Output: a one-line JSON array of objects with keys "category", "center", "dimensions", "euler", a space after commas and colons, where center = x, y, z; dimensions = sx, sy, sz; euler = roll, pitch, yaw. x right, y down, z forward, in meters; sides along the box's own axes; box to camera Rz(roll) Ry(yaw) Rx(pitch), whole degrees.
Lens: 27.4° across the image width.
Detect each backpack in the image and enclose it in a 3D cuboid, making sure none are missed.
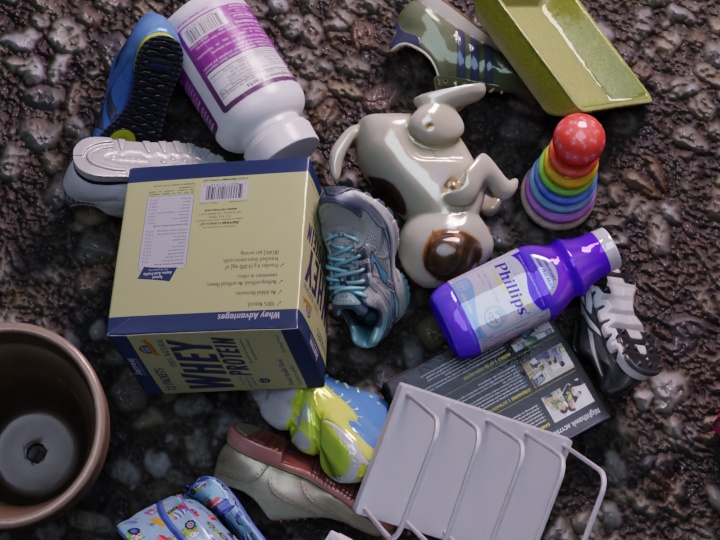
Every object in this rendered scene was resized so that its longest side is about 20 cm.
[{"category": "backpack", "center": [-0.153, 0.293, 1.445], "dimensions": [0.134, 0.200, 0.183], "euler": [-37, 77, -11]}]

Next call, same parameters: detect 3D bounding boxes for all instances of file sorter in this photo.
[{"category": "file sorter", "center": [0.120, 0.217, 1.460], "dimensions": [0.199, 0.125, 0.139], "euler": [19, 94, -17]}]

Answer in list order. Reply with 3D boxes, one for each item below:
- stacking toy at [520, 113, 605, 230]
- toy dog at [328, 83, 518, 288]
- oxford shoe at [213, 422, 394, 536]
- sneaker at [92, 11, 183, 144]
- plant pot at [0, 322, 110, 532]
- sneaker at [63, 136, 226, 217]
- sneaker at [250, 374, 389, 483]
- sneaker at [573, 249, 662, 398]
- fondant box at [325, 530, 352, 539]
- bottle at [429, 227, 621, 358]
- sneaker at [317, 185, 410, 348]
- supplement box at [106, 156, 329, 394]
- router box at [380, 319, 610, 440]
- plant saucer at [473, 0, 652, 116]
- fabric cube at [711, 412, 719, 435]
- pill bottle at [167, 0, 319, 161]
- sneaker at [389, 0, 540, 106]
[{"category": "stacking toy", "center": [0.225, -0.111, 1.574], "dimensions": [0.085, 0.200, 0.086], "euler": [1, 74, -2]}, {"category": "toy dog", "center": [0.078, -0.081, 1.588], "dimensions": [0.193, 0.139, 0.201], "euler": [-12, 81, -26]}, {"category": "oxford shoe", "center": [-0.059, 0.234, 1.545], "dimensions": [0.199, 0.071, 0.074], "euler": [28, 100, 6]}, {"category": "sneaker", "center": [-0.252, -0.190, 1.630], "dimensions": [0.066, 0.201, 0.079], "euler": [11, 28, -31]}, {"category": "plant pot", "center": [-0.344, 0.169, 1.489], "dimensions": [0.199, 0.175, 0.201], "euler": [1, 74, -2]}, {"category": "sneaker", "center": [-0.226, -0.093, 1.628], "dimensions": [0.199, 0.081, 0.077], "euler": [10, 46, -18]}, {"category": "sneaker", "center": [-0.036, 0.147, 1.569], "dimensions": [0.105, 0.076, 0.200], "euler": [-5, 44, -45]}, {"category": "sneaker", "center": [0.260, 0.053, 1.596], "dimensions": [0.066, 0.091, 0.201], "euler": [10, 47, -26]}, {"category": "fondant box", "center": [-0.027, 0.365, 1.387], "dimensions": [0.058, 0.144, 0.201], "euler": [33, 85, -33]}, {"category": "bottle", "center": [0.175, 0.018, 1.543], "dimensions": [0.199, 0.065, 0.084], "euler": [-25, 76, -4]}, {"category": "sneaker", "center": [0.000, 0.000, 1.533], "dimensions": [0.077, 0.200, 0.086], "euler": [4, 47, 28]}, {"category": "supplement box", "center": [-0.139, 0.007, 1.525], "dimensions": [0.199, 0.134, 0.201], "euler": [-3, 60, 10]}, {"category": "router box", "center": [0.143, 0.141, 1.574], "dimensions": [0.199, 0.051, 0.150], "euler": [-27, 78, -9]}, {"category": "plant saucer", "center": [0.216, -0.247, 1.649], "dimensions": [0.048, 0.199, 0.200], "euler": [-42, 75, 32]}, {"category": "fabric cube", "center": [0.512, 0.118, 1.517], "dimensions": [0.196, 0.200, 0.200], "euler": [34, 74, 9]}, {"category": "pill bottle", "center": [-0.131, -0.202, 1.638], "dimensions": [0.112, 0.112, 0.200], "euler": [-30, 77, -10]}, {"category": "sneaker", "center": [0.121, -0.231, 1.684], "dimensions": [0.200, 0.067, 0.090], "euler": [37, 95, 0]}]
